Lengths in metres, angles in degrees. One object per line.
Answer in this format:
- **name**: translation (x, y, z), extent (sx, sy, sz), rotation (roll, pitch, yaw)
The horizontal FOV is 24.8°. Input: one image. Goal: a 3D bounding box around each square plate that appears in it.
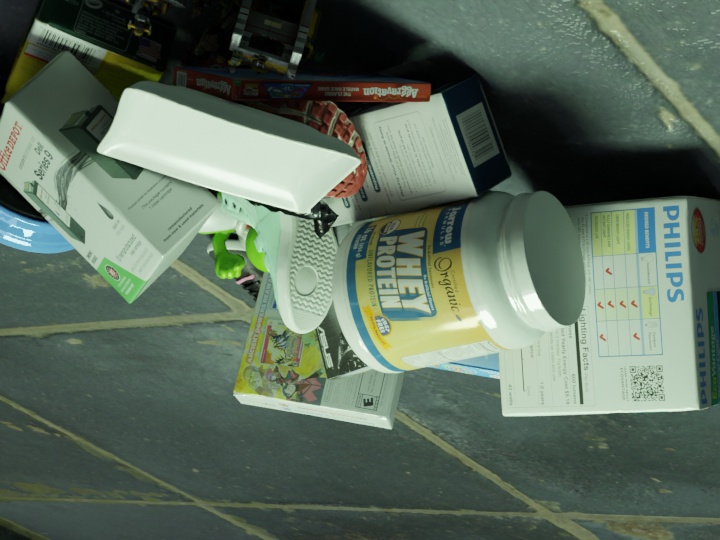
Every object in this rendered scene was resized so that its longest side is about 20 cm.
- **square plate**: translation (-0.114, -0.106, 1.380), extent (0.197, 0.029, 0.200), rotation (17, 165, -12)

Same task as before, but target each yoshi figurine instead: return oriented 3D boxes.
- **yoshi figurine**: translation (-0.142, -0.053, 1.754), extent (0.199, 0.113, 0.112), rotation (16, 151, -13)

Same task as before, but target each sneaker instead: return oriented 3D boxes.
- **sneaker**: translation (-0.105, 0.038, 1.952), extent (0.199, 0.100, 0.071), rotation (28, 156, -28)
- **sneaker**: translation (-0.088, -0.037, 1.676), extent (0.073, 0.202, 0.118), rotation (-8, -176, -41)
- **sneaker**: translation (-0.074, -0.143, 1.505), extent (0.200, 0.078, 0.082), rotation (40, -179, 1)

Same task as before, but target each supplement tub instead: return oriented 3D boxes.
- **supplement tub**: translation (0.090, 0.009, 1.494), extent (0.199, 0.146, 0.145), rotation (-14, 147, 31)

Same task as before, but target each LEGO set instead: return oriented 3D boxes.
- **LEGO set**: translation (-0.117, -0.206, 1.352), extent (0.199, 0.117, 0.154), rotation (20, 157, -14)

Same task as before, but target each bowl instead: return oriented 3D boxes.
- **bowl**: translation (-0.334, -0.110, 1.623), extent (0.200, 0.202, 0.039), rotation (24, 132, -23)

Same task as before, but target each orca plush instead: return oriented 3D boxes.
- **orca plush**: translation (-0.118, -0.085, 1.526), extent (0.199, 0.071, 0.105), rotation (36, -173, -12)

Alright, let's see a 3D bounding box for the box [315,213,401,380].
- **box**: translation (0.000, 0.000, 1.675), extent (0.048, 0.202, 0.158), rotation (-10, 173, -33)

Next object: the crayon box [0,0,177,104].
- **crayon box**: translation (-0.263, -0.193, 1.559), extent (0.126, 0.051, 0.200), rotation (21, 156, -16)

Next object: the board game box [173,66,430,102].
- **board game box**: translation (-0.049, -0.159, 1.401), extent (0.199, 0.020, 0.103), rotation (-3, -166, -35)

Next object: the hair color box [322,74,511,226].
- **hair color box**: translation (0.035, -0.108, 1.513), extent (0.199, 0.060, 0.101), rotation (-10, 105, 45)

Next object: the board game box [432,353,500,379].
- **board game box**: translation (0.126, 0.034, 1.735), extent (0.198, 0.152, 0.037), rotation (9, 163, 13)

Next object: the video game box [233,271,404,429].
- **video game box**: translation (-0.032, 0.066, 1.843), extent (0.181, 0.201, 0.047), rotation (10, 159, 12)

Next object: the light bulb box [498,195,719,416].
- **light bulb box**: translation (0.241, 0.035, 1.559), extent (0.199, 0.200, 0.125), rotation (-4, 179, 30)

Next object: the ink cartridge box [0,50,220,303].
- **ink cartridge box**: translation (-0.243, -0.084, 1.522), extent (0.200, 0.084, 0.146), rotation (45, 153, -1)
